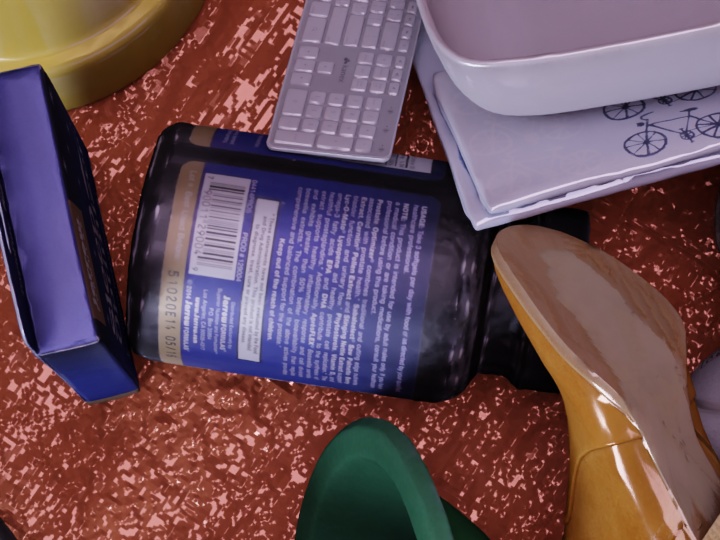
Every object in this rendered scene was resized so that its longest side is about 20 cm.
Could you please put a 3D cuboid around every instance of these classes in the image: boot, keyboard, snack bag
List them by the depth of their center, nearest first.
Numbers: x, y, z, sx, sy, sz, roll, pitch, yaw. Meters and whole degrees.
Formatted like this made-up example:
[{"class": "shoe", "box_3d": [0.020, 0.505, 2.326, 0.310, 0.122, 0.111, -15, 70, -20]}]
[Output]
[{"class": "boot", "box_3d": [0.102, 0.091, 0.878, 0.071, 0.144, 0.201, -16, 53, -39]}, {"class": "snack bag", "box_3d": [0.117, -0.109, 0.960, 0.188, 0.021, 0.200, -16, 43, -2]}, {"class": "keyboard", "box_3d": [0.003, -0.127, 0.981, 0.056, 0.011, 0.200, 10, 51, 3]}]

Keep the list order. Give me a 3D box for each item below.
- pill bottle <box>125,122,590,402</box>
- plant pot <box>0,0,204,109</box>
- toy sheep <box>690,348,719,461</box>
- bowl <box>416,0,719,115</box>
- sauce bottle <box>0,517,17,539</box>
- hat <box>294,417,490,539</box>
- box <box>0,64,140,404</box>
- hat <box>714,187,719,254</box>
[{"class": "pill bottle", "box_3d": [0.000, 0.000, 0.954, 0.200, 0.112, 0.112, 9, 80, 2]}, {"class": "plant pot", "box_3d": [-0.169, -0.189, 0.951, 0.201, 0.189, 0.201, 0, 80, 1]}, {"class": "toy sheep", "box_3d": [0.195, 0.095, 0.922, 0.138, 0.138, 0.200, -11, 98, -1]}, {"class": "bowl", "box_3d": [0.120, -0.150, 0.920, 0.200, 0.075, 0.200, -12, 52, 5]}, {"class": "sauce bottle", "box_3d": [-0.222, 0.075, 0.966, 0.066, 0.066, 0.200, -37, 80, -6]}, {"class": "hat", "box_3d": [0.077, 0.163, 0.943, 0.176, 0.166, 0.200, 1, 115, -24]}, {"class": "box", "box_3d": [-0.132, -0.013, 0.912, 0.032, 0.200, 0.121, -13, 80, -1]}, {"class": "hat", "box_3d": [0.251, -0.019, 0.909, 0.200, 0.201, 0.081, 32, 120, 6]}]
